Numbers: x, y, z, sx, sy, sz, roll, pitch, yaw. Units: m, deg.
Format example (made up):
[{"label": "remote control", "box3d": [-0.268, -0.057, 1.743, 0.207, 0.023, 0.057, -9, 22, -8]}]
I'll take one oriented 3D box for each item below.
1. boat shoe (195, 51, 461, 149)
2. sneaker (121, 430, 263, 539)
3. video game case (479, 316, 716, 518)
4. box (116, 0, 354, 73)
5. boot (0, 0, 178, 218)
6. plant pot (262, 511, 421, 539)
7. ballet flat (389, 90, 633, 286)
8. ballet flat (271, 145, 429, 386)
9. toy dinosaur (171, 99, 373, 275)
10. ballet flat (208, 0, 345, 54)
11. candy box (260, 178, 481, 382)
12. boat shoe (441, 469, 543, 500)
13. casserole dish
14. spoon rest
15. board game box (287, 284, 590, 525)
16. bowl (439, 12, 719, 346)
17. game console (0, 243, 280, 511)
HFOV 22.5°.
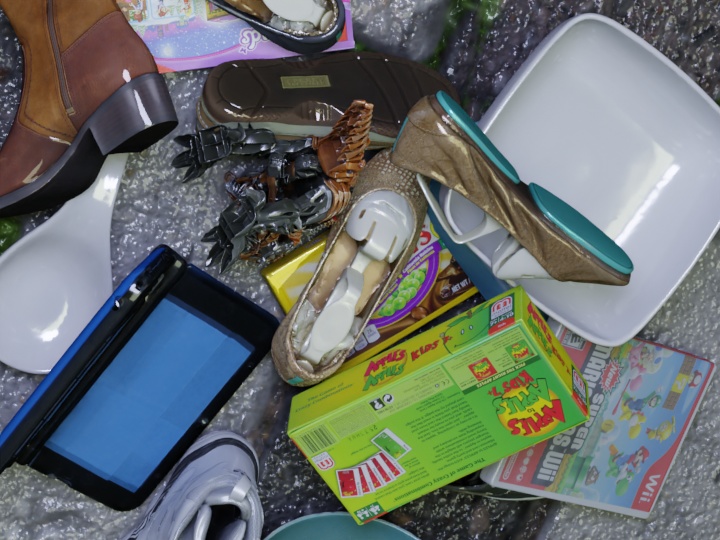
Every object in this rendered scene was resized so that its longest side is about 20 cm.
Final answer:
[{"label": "boat shoe", "box3d": [-0.026, -0.117, 1.343, 0.198, 0.076, 0.072, 3, 61, -18]}, {"label": "sneaker", "box3d": [-0.138, 0.221, 1.364, 0.075, 0.115, 0.201, 30, 94, -14]}, {"label": "video game case", "box3d": [0.192, 0.118, 1.439, 0.199, 0.017, 0.144, 17, 99, -42]}, {"label": "box", "box3d": [-0.109, -0.218, 1.309, 0.198, 0.039, 0.138, -9, 104, -13]}, {"label": "boot", "box3d": [-0.235, -0.151, 1.249, 0.188, 0.068, 0.201, -30, 80, 31]}, {"label": "plant pot", "box3d": [-0.020, 0.307, 1.396, 0.199, 0.201, 0.135, 10, 138, -17]}, {"label": "ballet flat", "box3d": [0.098, -0.039, 1.255, 0.200, 0.068, 0.072, 38, 108, -20]}, {"label": "ballet flat", "box3d": [0.000, 0.000, 1.348, 0.070, 0.065, 0.201, 25, 92, -13]}, {"label": "toy dinosaur", "box3d": [-0.054, -0.065, 1.292, 0.135, 0.102, 0.201, -5, 135, -37]}, {"label": "ballet flat", "box3d": [-0.093, -0.213, 1.258, 0.199, 0.073, 0.073, 29, 94, -19]}, {"label": "candy box", "box3d": [0.032, -0.006, 1.404, 0.199, 0.026, 0.103, -31, 106, -7]}, {"label": "boat shoe", "box3d": [0.091, 0.151, 1.440, 0.198, 0.057, 0.069, 9, 101, -16]}, {"label": "casserole dish", "box3d": [0.137, -0.027, 1.395, 0.121, 0.039, 0.200, -40, 110, -6]}, {"label": "spoon rest", "box3d": [-0.214, -0.019, 1.318, 0.099, 0.061, 0.201, 19, 97, -18]}, {"label": "board game box", "box3d": [0.057, 0.101, 1.330, 0.199, 0.048, 0.102, -27, 117, 20]}, {"label": "bowl", "box3d": [0.166, -0.069, 1.337, 0.200, 0.075, 0.200, 37, 88, -19]}, {"label": "game console", "box3d": [-0.164, 0.094, 1.305, 0.118, 0.171, 0.200, 39, 100, -4]}]
